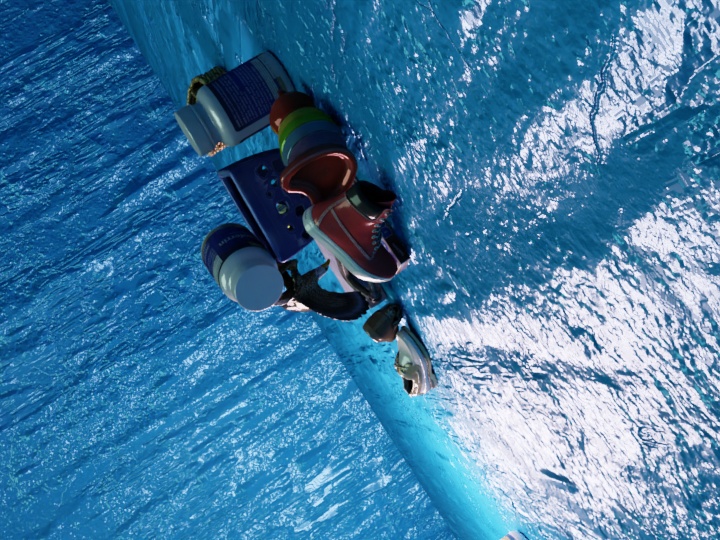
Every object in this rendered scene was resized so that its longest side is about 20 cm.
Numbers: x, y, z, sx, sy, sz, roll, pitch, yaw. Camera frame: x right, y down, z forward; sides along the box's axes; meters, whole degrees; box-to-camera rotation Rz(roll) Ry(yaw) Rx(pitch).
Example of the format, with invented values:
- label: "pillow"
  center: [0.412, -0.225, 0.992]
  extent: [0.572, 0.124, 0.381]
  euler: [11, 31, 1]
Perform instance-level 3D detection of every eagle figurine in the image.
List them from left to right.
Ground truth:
- label: "eagle figurine"
  center: [-0.097, 0.045, 1.607]
  extent: [0.200, 0.151, 0.152]
  euler: [47, -159, -31]

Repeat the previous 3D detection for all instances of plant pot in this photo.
- label: "plant pot"
  center: [-0.143, -0.151, 1.525]
  extent: [0.200, 0.180, 0.200]
  euler: [59, 170, -16]

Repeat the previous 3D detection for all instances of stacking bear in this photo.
- label: "stacking bear"
  center: [-0.089, -0.216, 1.289]
  extent: [0.121, 0.114, 0.200]
  euler: [29, -154, -47]

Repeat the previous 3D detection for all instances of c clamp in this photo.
- label: "c clamp"
  center: [0.000, 0.000, 1.590]
  extent: [0.171, 0.027, 0.200]
  euler: [34, 155, 29]

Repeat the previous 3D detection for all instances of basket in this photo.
- label: "basket"
  center: [-0.361, -0.393, 1.908]
  extent: [0.200, 0.149, 0.143]
  euler: [47, 166, 48]

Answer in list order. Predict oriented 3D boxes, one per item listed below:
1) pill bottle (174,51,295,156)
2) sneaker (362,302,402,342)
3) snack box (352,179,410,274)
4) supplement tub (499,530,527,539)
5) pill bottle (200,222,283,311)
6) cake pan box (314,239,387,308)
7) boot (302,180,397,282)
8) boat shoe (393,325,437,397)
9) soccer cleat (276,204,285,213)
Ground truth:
- label: "pill bottle"
  center: [-0.223, -0.293, 1.415]
  extent: [0.120, 0.200, 0.120]
  euler: [54, 169, 16]
- label: "sneaker"
  center: [0.064, 0.107, 1.678]
  extent: [0.070, 0.076, 0.200]
  euler: [46, -170, 5]
- label: "snack box"
  center: [0.019, -0.088, 1.386]
  extent: [0.200, 0.024, 0.072]
  euler: [55, 167, 9]
- label: "supplement tub"
  center: [0.334, 0.733, 1.882]
  extent: [0.145, 0.200, 0.145]
  euler: [55, 169, 16]
- label: "pill bottle"
  center: [-0.225, -0.006, 1.513]
  extent: [0.200, 0.116, 0.116]
  euler: [42, 162, 54]
- label: "cake pan box"
  center: [-0.033, -0.020, 1.766]
  extent: [0.200, 0.052, 0.184]
  euler: [60, 167, -13]
- label: "boot"
  center: [0.026, -0.061, 1.264]
  extent: [0.200, 0.144, 0.072]
  euler: [38, -139, -35]
- label: "boat shoe"
  center: [0.110, 0.204, 1.713]
  extent: [0.075, 0.068, 0.200]
  euler: [45, 164, 50]
- label: "soccer cleat"
  center: [-0.172, -0.131, 1.983]
  extent: [0.065, 0.084, 0.200]
  euler: [54, 169, 18]
